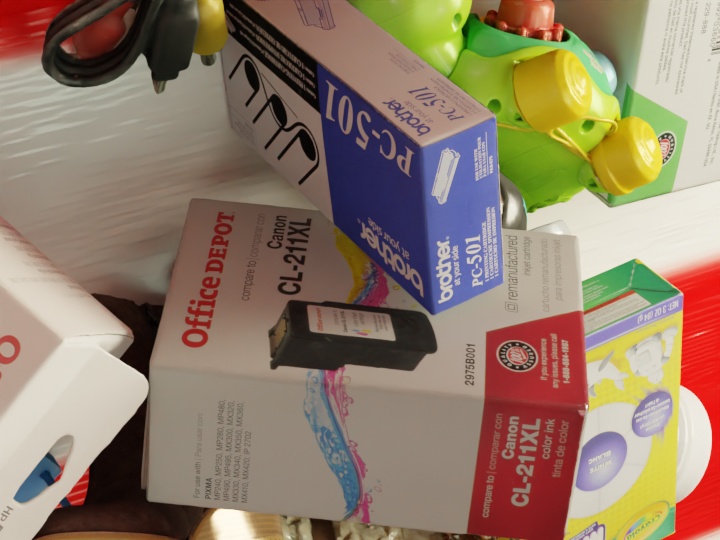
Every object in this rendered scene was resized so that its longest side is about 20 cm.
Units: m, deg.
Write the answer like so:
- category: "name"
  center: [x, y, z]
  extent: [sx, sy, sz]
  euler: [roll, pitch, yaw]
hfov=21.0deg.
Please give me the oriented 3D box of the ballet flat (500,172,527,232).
- category: "ballet flat"
  center: [0.000, 0.000, 1.032]
  extent: [0.198, 0.069, 0.068]
  euler: [-15, 158, 23]

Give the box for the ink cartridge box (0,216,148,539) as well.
- category: "ink cartridge box"
  center: [-0.202, 0.029, 0.840]
  extent: [0.129, 0.200, 0.125]
  euler: [-51, 174, 3]

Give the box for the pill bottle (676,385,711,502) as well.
- category: "pill bottle"
  center: [0.126, 0.092, 1.201]
  extent: [0.199, 0.111, 0.112]
  euler: [16, 109, -42]

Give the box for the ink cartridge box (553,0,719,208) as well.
- category: "ink cartridge box"
  center: [0.210, -0.135, 1.130]
  extent: [0.198, 0.084, 0.147]
  euler: [-13, 125, -29]

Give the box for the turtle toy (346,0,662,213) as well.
- category: "turtle toy"
  center: [0.063, -0.098, 1.028]
  extent: [0.145, 0.102, 0.200]
  euler: [-19, 145, 30]

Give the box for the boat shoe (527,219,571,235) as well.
- category: "boat shoe"
  center: [0.040, 0.043, 1.085]
  extent: [0.199, 0.067, 0.070]
  euler: [-30, 174, 14]

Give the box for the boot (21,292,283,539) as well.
- category: "boot"
  center: [-0.123, 0.089, 0.968]
  extent: [0.072, 0.167, 0.199]
  euler: [-36, 155, 23]

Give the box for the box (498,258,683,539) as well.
- category: "box"
  center: [0.122, 0.104, 1.097]
  extent: [0.116, 0.048, 0.202]
  euler: [-22, 130, -23]

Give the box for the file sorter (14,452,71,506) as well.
- category: "file sorter"
  center: [-0.241, 0.167, 0.978]
  extent: [0.200, 0.123, 0.139]
  euler: [-46, 135, -2]

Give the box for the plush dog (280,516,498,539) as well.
- category: "plush dog"
  center: [-0.021, 0.177, 1.093]
  extent: [0.170, 0.202, 0.161]
  euler: [1, 146, -16]

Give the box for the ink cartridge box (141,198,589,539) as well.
- category: "ink cartridge box"
  center: [0.003, 0.045, 0.928]
  extent: [0.198, 0.146, 0.083]
  euler: [6, 124, 0]

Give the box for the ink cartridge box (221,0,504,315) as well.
- category: "ink cartridge box"
  center: [-0.004, -0.071, 0.936]
  extent: [0.044, 0.200, 0.095]
  euler: [-23, 130, -22]

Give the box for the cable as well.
- category: "cable"
  center: [-0.092, -0.141, 0.878]
  extent: [0.096, 0.051, 0.200]
  euler: [-5, 152, -19]
